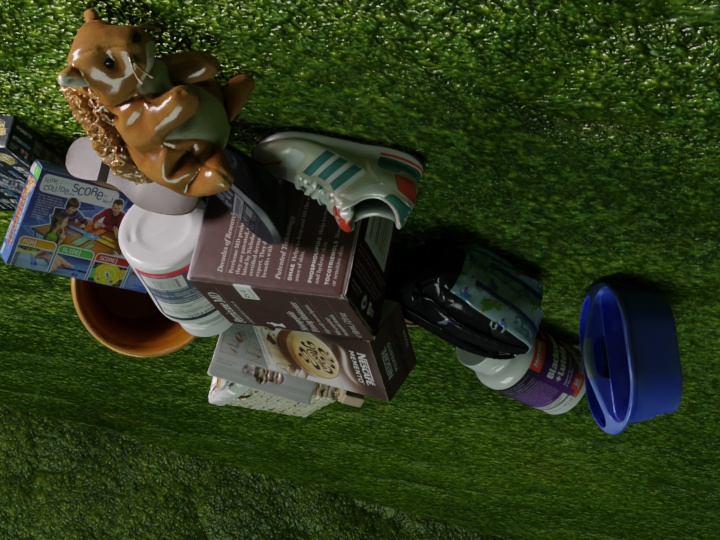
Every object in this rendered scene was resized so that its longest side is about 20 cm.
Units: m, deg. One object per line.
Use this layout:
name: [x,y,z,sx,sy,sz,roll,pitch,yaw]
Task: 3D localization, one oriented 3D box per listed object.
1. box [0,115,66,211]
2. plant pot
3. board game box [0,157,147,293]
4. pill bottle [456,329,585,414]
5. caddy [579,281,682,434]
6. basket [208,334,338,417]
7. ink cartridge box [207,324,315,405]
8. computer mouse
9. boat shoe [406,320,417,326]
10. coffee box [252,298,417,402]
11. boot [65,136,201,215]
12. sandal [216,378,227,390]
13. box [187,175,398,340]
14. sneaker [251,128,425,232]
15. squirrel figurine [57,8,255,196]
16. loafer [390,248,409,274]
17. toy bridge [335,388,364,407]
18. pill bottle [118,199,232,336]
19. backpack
box: [-0.456,-0.134,1.725,0.158,0.046,0.200,2,159,26]
plant pot: [-0.311,0.016,1.883,0.200,0.201,0.183,17,177,-16]
board game box: [-0.341,-0.054,1.705,0.200,0.136,0.034,15,-163,-36]
pill bottle: [0.239,0.135,1.989,0.200,0.112,0.111,26,157,-37]
caddy: [0.341,0.113,1.752,0.105,0.201,0.141,-2,166,-14]
basket: [-0.119,0.108,1.993,0.160,0.201,0.198,15,162,-15]
ink cartridge box: [-0.120,0.071,1.876,0.162,0.201,0.050,19,173,-22]
computer mouse: [-0.145,-0.116,1.508,0.200,0.053,0.139,46,163,1]
boat shoe: [0.012,0.037,1.864,0.199,0.076,0.072,16,125,-9]
coffee box: [-0.037,0.087,1.756,0.199,0.080,0.113,12,136,33]
boot: [-0.259,-0.113,1.618,0.200,0.074,0.075,21,180,30]
sandal: [-0.201,0.065,1.901,0.059,0.207,0.079,12,156,-12]
box: [-0.076,-0.025,1.626,0.199,0.165,0.166,6,161,17]
sneaker: [-0.032,-0.096,1.502,0.199,0.094,0.070,10,161,6]
squirrel figurine: [-0.234,-0.171,1.352,0.200,0.142,0.187,-9,146,41]
loafer: [0.000,0.000,1.800,0.199,0.073,0.073,17,160,-18]
toy bridge: [0.013,0.106,1.855,0.067,0.027,0.200,15,123,-24]
pill bottle: [-0.221,-0.002,1.706,0.119,0.120,0.200,6,150,16]
backpack: [0.149,0.041,1.755,0.200,0.154,0.163,41,149,-15]
